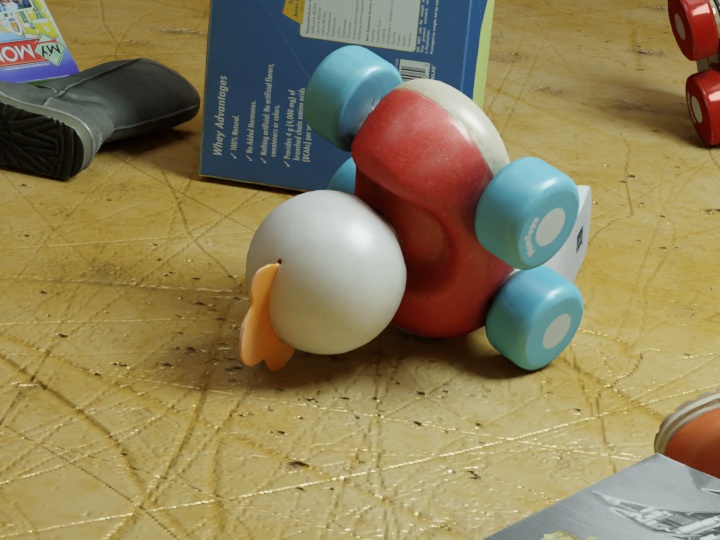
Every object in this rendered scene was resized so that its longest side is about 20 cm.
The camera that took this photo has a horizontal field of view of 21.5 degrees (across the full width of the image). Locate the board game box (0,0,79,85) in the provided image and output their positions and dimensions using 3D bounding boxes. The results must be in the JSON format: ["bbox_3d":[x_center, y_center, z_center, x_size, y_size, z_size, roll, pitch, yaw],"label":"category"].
[{"bbox_3d":[-0.349,-0.204,1.610,0.199,0.029,0.135,-15,70,-44],"label":"board game box"}]

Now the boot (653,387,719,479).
[{"bbox_3d":[0.244,0.114,0.943,0.199,0.076,0.107,9,25,7],"label":"boot"}]

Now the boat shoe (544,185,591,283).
[{"bbox_3d":[0.115,-0.024,1.294,0.065,0.072,0.200,6,18,13],"label":"boat shoe"}]

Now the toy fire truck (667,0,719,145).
[{"bbox_3d":[0.331,-0.217,1.724,0.111,0.201,0.168,-19,26,-4],"label":"toy fire truck"}]

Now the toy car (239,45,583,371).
[{"bbox_3d":[0.000,0.000,1.131,0.200,0.177,0.184,-37,54,-23],"label":"toy car"}]

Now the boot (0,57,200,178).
[{"bbox_3d":[-0.244,-0.139,1.518,0.181,0.073,0.200,24,29,9],"label":"boot"}]

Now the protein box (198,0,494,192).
[{"bbox_3d":[-0.007,-0.169,1.471,0.199,0.200,0.135,9,19,10],"label":"protein box"}]

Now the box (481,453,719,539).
[{"bbox_3d":[0.141,0.152,0.833,0.158,0.049,0.199,22,25,37],"label":"box"}]
